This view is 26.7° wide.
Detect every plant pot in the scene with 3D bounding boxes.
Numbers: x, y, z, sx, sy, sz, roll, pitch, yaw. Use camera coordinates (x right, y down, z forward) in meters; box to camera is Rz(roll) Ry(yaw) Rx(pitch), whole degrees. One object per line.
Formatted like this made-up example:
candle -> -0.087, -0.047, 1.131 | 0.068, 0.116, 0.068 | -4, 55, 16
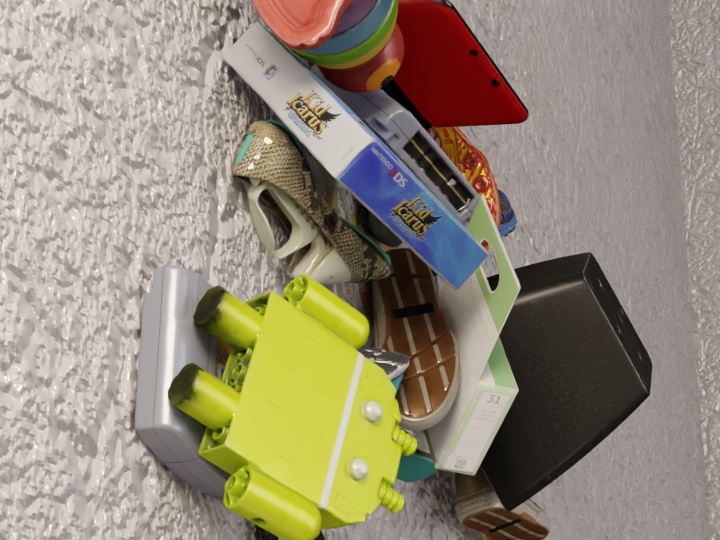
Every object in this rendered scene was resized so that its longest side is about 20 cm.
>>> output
plant pot -> 0.185, 0.090, 1.528 | 0.201, 0.176, 0.200 | 60, 17, -3

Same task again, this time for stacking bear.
stacking bear -> -0.015, -0.203, 1.186 | 0.114, 0.121, 0.200 | 47, -2, 19

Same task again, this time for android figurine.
android figurine -> -0.038, 0.098, 1.042 | 0.199, 0.041, 0.183 | 37, 52, -27

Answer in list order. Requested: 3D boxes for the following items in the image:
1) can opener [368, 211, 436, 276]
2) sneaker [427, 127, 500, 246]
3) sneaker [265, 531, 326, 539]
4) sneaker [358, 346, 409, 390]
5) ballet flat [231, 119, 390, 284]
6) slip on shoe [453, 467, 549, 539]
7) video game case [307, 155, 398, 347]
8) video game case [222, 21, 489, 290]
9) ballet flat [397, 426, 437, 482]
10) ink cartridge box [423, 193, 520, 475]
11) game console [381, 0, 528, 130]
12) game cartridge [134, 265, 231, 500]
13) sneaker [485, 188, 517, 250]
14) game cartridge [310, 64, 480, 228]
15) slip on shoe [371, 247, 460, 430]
can opener -> 0.049, -0.036, 1.454 | 0.067, 0.052, 0.200 | -58, 148, -8
sneaker -> 0.092, -0.107, 1.525 | 0.077, 0.073, 0.201 | 37, 25, -60
sneaker -> -0.016, 0.263, 1.164 | 0.072, 0.082, 0.202 | -48, 130, -63
sneaker -> -0.015, 0.114, 1.191 | 0.200, 0.077, 0.080 | -50, 145, -62
ballet flat -> -0.047, -0.035, 1.238 | 0.076, 0.067, 0.200 | -58, 134, -22
slip on shoe -> 0.146, 0.251, 1.615 | 0.200, 0.075, 0.061 | 38, 31, -57
video game case -> 0.000, 0.000, 1.393 | 0.182, 0.023, 0.202 | -1, 84, -69
video game case -> -0.002, -0.090, 1.213 | 0.181, 0.045, 0.200 | 47, 4, 40
ballet flat -> 0.018, 0.143, 1.351 | 0.200, 0.069, 0.070 | 37, 48, -66
ink cartridge box -> 0.103, 0.057, 1.338 | 0.146, 0.047, 0.201 | -106, -146, -53
game console -> 0.046, -0.220, 1.377 | 0.200, 0.118, 0.174 | 45, 23, -51
game cartridge -> -0.097, 0.093, 1.089 | 0.200, 0.041, 0.135 | 43, 40, -60
sneaker -> 0.120, -0.064, 1.666 | 0.200, 0.075, 0.079 | -46, 122, -66
game cartridge -> 0.034, -0.118, 1.391 | 0.041, 0.133, 0.200 | -50, 141, -3
slip on shoe -> 0.044, 0.068, 1.336 | 0.201, 0.075, 0.061 | -102, -174, -45
